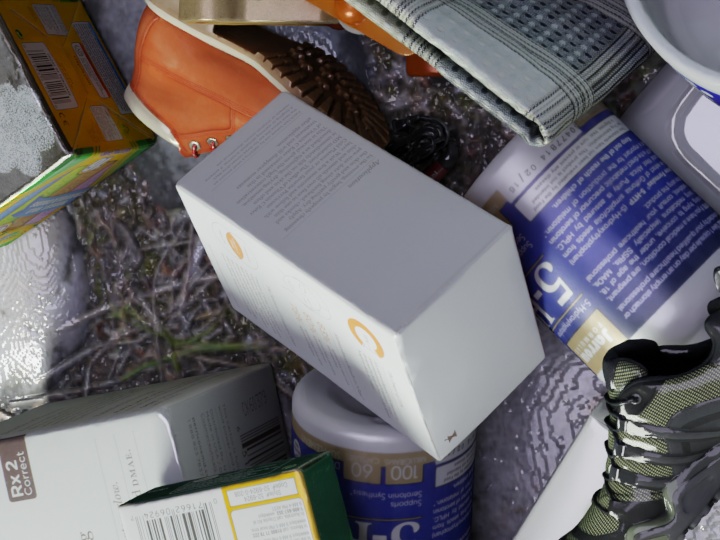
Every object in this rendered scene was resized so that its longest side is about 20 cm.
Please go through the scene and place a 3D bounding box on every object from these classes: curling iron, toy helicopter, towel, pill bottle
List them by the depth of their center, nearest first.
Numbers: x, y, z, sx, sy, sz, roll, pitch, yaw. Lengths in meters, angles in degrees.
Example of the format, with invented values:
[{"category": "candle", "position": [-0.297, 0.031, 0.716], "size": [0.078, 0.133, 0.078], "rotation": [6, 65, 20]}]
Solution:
[{"category": "towel", "position": [0.077, -0.173, 1.011], "size": [0.200, 0.192, 0.035], "rotation": [38, 132, 12]}, {"category": "pill bottle", "position": [0.163, 0.000, 1.027], "size": [0.200, 0.120, 0.120], "rotation": [45, 110, 10]}, {"category": "toy helicopter", "position": [-0.018, -0.160, 1.061], "size": [0.198, 0.132, 0.080], "rotation": [2, 98, 6]}, {"category": "pill bottle", "position": [0.013, 0.168, 1.109], "size": [0.119, 0.120, 0.202], "rotation": [9, 113, 20]}, {"category": "curling iron", "position": [0.000, -0.025, 1.148], "size": [0.201, 0.025, 0.050], "rotation": [-54, 56, 23]}]

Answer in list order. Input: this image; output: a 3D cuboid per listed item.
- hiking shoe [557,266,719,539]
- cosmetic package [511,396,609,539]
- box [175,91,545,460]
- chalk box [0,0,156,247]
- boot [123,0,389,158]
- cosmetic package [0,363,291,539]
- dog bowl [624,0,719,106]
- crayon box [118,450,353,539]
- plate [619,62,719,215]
[{"category": "hiking shoe", "position": [0.164, 0.089, 0.951], "size": [0.101, 0.076, 0.200], "rotation": [44, 111, 4]}, {"category": "cosmetic package", "position": [0.139, 0.181, 1.075], "size": [0.084, 0.108, 0.201], "rotation": [32, 106, 12]}, {"category": "box", "position": [0.000, 0.000, 1.027], "size": [0.097, 0.125, 0.200], "rotation": [-42, 51, -18]}, {"category": "chalk box", "position": [-0.269, -0.087, 1.191], "size": [0.199, 0.124, 0.125], "rotation": [-30, 87, 23]}, {"category": "boot", "position": [-0.073, -0.109, 1.145], "size": [0.199, 0.075, 0.108], "rotation": [34, 115, 19]}, {"category": "cosmetic package", "position": [-0.161, 0.170, 1.158], "size": [0.198, 0.165, 0.166], "rotation": [-13, 92, 22]}, {"category": "dog bowl", "position": [0.249, -0.186, 0.967], "size": [0.198, 0.079, 0.202], "rotation": [-7, 75, 26]}, {"category": "crayon box", "position": [-0.055, 0.219, 1.008], "size": [0.125, 0.052, 0.202], "rotation": [-14, 92, 23]}, {"category": "plate", "position": [0.280, -0.091, 1.026], "size": [0.200, 0.032, 0.200], "rotation": [42, 109, 11]}]
